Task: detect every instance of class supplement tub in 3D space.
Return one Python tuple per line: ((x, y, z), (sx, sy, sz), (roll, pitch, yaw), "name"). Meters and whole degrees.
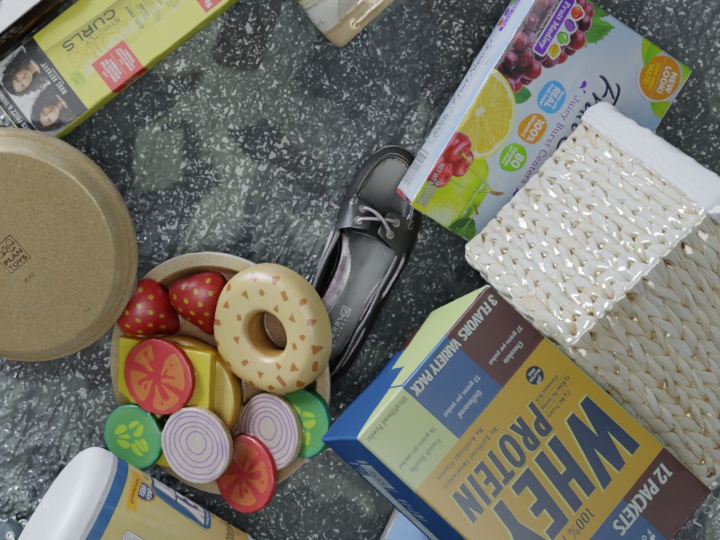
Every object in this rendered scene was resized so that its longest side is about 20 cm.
((-0.162, 0.244, 1.231), (0.199, 0.145, 0.145), (33, 97, -15), "supplement tub")

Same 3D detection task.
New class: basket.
((0.214, 0.019, 1.149), (0.161, 0.200, 0.198), (-45, 121, 1), "basket")

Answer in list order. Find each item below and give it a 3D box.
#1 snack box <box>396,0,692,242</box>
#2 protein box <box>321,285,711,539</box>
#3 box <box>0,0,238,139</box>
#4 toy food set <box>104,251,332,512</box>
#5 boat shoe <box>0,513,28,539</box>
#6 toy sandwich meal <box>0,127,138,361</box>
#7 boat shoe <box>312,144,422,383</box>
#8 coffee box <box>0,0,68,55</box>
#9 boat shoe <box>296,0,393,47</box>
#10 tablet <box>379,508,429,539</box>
((0.140, -0.106, 1.223), (0.142, 0.053, 0.201), (29, 97, -20), "snack box")
((0.099, 0.135, 1.113), (0.200, 0.199, 0.135), (42, 80, -2), "protein box")
((-0.189, -0.179, 1.226), (0.200, 0.050, 0.075), (-36, 96, 4), "box")
((-0.111, 0.085, 1.233), (0.199, 0.049, 0.199), (8, 104, 21), "toy food set")
((-0.292, 0.231, 1.289), (0.062, 0.073, 0.201), (-26, 91, -40), "boat shoe")
((-0.264, -0.024, 1.227), (0.204, 0.070, 0.207), (2, 109, 6), "toy sandwich meal")
((0.000, 0.000, 1.248), (0.067, 0.057, 0.201), (22, 97, -3), "boat shoe")
((-0.249, -0.231, 1.186), (0.200, 0.114, 0.080), (-38, 97, 4), "coffee box")
((0.045, -0.242, 1.213), (0.199, 0.074, 0.069), (-32, 109, 5), "boat shoe")
((0.086, 0.219, 1.302), (0.130, 0.014, 0.201), (25, 96, -4), "tablet")
